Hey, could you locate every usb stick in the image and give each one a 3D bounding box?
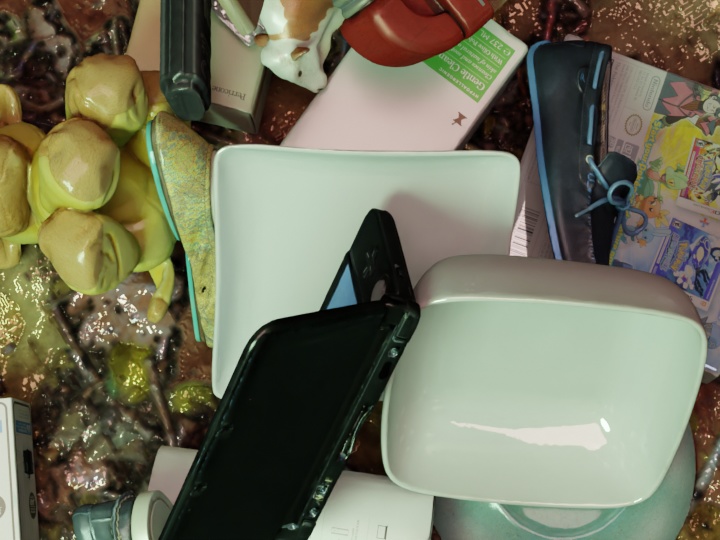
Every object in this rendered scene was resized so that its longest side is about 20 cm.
[{"bbox_3d":[-0.116,-0.197,1.171,0.032,0.056,0.202,-4,65,3],"label":"usb stick"}]

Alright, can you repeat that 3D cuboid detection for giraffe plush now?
[{"bbox_3d":[-0.210,-0.062,1.211,0.161,0.200,0.174,9,73,20],"label":"giraffe plush"}]

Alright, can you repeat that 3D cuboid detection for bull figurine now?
[{"bbox_3d":[-0.038,-0.227,1.199,0.121,0.065,0.202,-21,90,-28],"label":"bull figurine"}]

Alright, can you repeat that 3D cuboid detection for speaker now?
[{"bbox_3d":[-0.050,0.173,1.209,0.198,0.081,0.082,7,82,2],"label":"speaker"}]

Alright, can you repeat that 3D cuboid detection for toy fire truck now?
[{"bbox_3d":[-0.010,-0.195,1.112,0.200,0.128,0.176,-44,102,-16],"label":"toy fire truck"}]

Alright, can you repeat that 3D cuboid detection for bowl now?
[{"bbox_3d":[0.113,0.065,1.142,0.198,0.201,0.075,4,44,-4],"label":"bowl"}]

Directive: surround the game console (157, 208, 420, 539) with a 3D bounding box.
[{"bbox_3d":[-0.054,0.072,1.086,0.115,0.177,0.201,15,122,-19],"label":"game console"}]

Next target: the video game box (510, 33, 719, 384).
[{"bbox_3d":[0.198,-0.045,1.249,0.181,0.047,0.202,20,78,5],"label":"video game box"}]

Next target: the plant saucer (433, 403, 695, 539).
[{"bbox_3d":[0.140,0.134,1.233,0.199,0.039,0.203,0,82,1],"label":"plant saucer"}]

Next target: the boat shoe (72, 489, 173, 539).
[{"bbox_3d":[-0.137,0.225,1.166,0.061,0.201,0.075,-5,45,14],"label":"boat shoe"}]

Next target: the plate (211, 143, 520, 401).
[{"bbox_3d":[0.000,0.000,1.172,0.197,0.032,0.202,1,123,-3],"label":"plate"}]

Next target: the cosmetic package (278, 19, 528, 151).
[{"bbox_3d":[0.018,-0.101,1.246,0.107,0.085,0.201,35,83,2],"label":"cosmetic package"}]

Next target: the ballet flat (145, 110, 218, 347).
[{"bbox_3d":[-0.096,-0.029,1.195,0.070,0.201,0.071,-5,41,5],"label":"ballet flat"}]

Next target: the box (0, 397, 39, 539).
[{"bbox_3d":[-0.284,0.195,1.218,0.115,0.060,0.202,-4,82,0],"label":"box"}]

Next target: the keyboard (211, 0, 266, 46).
[{"bbox_3d":[-0.128,-0.244,1.231,0.056,0.011,0.200,-45,85,-6],"label":"keyboard"}]

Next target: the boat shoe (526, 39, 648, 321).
[{"bbox_3d":[0.156,-0.066,1.187,0.068,0.084,0.202,-8,79,9],"label":"boat shoe"}]

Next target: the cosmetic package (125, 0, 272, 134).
[{"bbox_3d":[-0.100,-0.211,1.268,0.104,0.071,0.202,12,82,2],"label":"cosmetic package"}]
